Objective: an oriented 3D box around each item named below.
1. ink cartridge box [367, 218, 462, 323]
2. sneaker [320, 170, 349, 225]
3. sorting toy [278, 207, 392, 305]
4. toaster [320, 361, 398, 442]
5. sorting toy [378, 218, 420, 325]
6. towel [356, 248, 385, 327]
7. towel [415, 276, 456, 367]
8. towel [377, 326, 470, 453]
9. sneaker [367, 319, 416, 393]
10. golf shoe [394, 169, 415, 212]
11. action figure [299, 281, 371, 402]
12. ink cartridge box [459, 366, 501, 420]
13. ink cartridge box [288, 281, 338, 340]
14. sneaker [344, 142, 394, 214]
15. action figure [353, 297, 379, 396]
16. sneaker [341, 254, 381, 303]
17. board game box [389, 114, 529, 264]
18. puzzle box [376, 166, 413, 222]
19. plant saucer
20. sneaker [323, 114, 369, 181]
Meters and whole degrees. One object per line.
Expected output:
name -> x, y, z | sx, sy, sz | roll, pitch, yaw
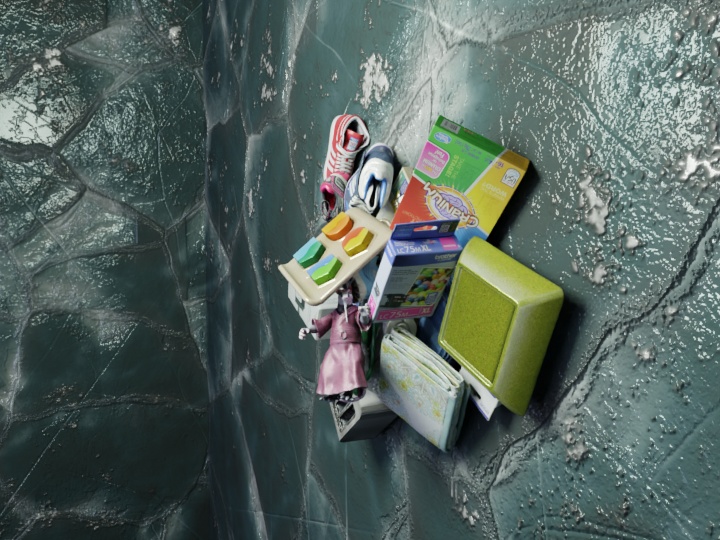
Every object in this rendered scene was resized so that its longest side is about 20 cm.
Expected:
ink cartridge box -> 0.087, 0.005, 0.930 | 0.202, 0.117, 0.042 | 105, 152, -44
sneaker -> -0.056, -0.121, 1.326 | 0.079, 0.075, 0.204 | 8, 122, 31
sorting toy -> -0.046, -0.037, 1.041 | 0.037, 0.199, 0.185 | 57, 171, -30
toaster -> 0.005, 0.250, 1.243 | 0.201, 0.116, 0.184 | -57, 44, 49
sorting toy -> 0.060, 0.029, 1.157 | 0.201, 0.036, 0.187 | 55, 141, 29
towel -> 0.013, -0.002, 1.177 | 0.146, 0.023, 0.204 | 36, 128, 50
towel -> 0.139, 0.116, 1.039 | 0.112, 0.048, 0.203 | 61, 143, 43
towel -> 0.105, 0.209, 1.011 | 0.170, 0.048, 0.203 | 36, 143, 31
sneaker -> 0.056, 0.147, 1.109 | 0.081, 0.075, 0.203 | -104, 30, -56
golf shoe -> 0.097, -0.088, 1.041 | 0.095, 0.077, 0.202 | 47, 124, 37
action figure -> -0.018, 0.120, 0.992 | 0.131, 0.149, 0.204 | -5, 73, 25
ink cartridge box -> 0.215, 0.122, 0.898 | 0.100, 0.038, 0.203 | 52, 136, 47
ink cartridge box -> -0.071, 0.068, 1.349 | 0.200, 0.144, 0.085 | -131, 45, -52
sneaker -> 0.010, -0.150, 1.186 | 0.148, 0.079, 0.202 | -80, 13, -53
action figure -> 0.004, 0.134, 1.089 | 0.118, 0.054, 0.204 | 130, 148, -60
sneaker -> 0.000, 0.000, 1.102 | 0.200, 0.088, 0.080 | -127, 30, -59
board game box -> 0.147, -0.115, 0.904 | 0.041, 0.151, 0.202 | -58, -7, -49
puzzle box -> 0.079, -0.088, 1.166 | 0.201, 0.025, 0.135 | -61, 40, 46
plant saucer -> 0.186, 0.078, 0.857 | 0.200, 0.047, 0.204 | 42, 127, 52
sneaker -> -0.032, -0.254, 1.323 | 0.112, 0.070, 0.205 | -161, 73, -65
